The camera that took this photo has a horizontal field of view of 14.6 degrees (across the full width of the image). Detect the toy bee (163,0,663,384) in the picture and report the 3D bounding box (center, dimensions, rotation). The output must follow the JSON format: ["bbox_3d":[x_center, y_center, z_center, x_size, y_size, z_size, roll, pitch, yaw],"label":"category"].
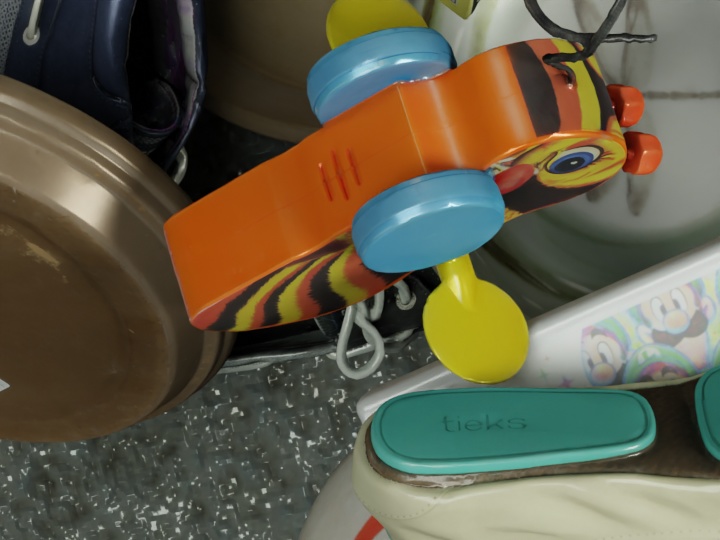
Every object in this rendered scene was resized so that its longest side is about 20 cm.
[{"bbox_3d":[0.039,-0.030,0.870,0.199,0.108,0.132,-7,80,43],"label":"toy bee"}]

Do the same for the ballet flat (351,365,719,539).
[{"bbox_3d":[0.098,0.063,0.843,0.199,0.069,0.070,-3,100,10],"label":"ballet flat"}]

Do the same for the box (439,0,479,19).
[{"bbox_3d":[0.080,-0.178,0.905,0.050,0.075,0.200,38,76,8],"label":"box"}]

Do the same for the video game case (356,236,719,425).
[{"bbox_3d":[0.123,0.084,0.881,0.199,0.024,0.183,-24,94,16],"label":"video game case"}]

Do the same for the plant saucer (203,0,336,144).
[{"bbox_3d":[-0.009,-0.146,1.021,0.199,0.029,0.201,4,102,21],"label":"plant saucer"}]

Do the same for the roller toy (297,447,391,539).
[{"bbox_3d":[0.069,0.120,0.984,0.199,0.140,0.183,-19,93,23],"label":"roller toy"}]

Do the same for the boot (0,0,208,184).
[{"bbox_3d":[-0.104,-0.036,1.030,0.090,0.073,0.201,25,123,42],"label":"boot"}]

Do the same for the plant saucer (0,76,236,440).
[{"bbox_3d":[-0.141,0.000,0.978,0.199,0.030,0.201,12,145,8],"label":"plant saucer"}]

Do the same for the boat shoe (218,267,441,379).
[{"bbox_3d":[-0.001,-0.002,1.018,0.198,0.068,0.074,-8,112,23],"label":"boat shoe"}]

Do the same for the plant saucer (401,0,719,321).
[{"bbox_3d":[0.099,-0.061,0.961,0.199,0.050,0.202,0,88,-9],"label":"plant saucer"}]
